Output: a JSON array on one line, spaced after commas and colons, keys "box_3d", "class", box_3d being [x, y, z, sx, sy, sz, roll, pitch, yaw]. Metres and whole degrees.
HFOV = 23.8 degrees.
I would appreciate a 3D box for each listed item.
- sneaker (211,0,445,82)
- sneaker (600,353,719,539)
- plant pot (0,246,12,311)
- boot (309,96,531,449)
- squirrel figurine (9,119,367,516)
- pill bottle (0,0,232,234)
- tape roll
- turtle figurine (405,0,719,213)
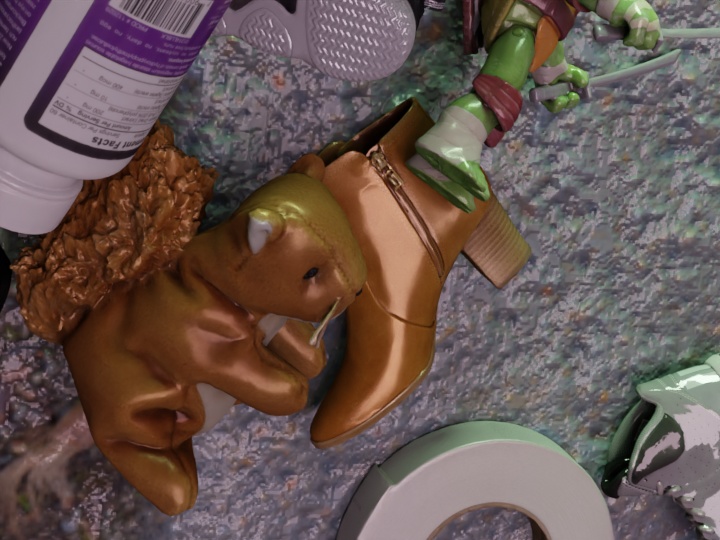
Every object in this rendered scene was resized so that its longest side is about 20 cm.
[{"box_3d": [-0.047, -0.178, 1.001, 0.200, 0.114, 0.076, 25, 120, 11], "class": "sneaker"}, {"box_3d": [0.228, 0.163, 1.208, 0.115, 0.075, 0.201, -12, 100, -9], "class": "sneaker"}, {"box_3d": [-0.309, -0.003, 0.914, 0.199, 0.177, 0.200, -29, 115, -7], "class": "plant pot"}, {"box_3d": [0.001, 0.000, 1.082, 0.201, 0.071, 0.144, -46, 110, -5], "class": "boot"}, {"box_3d": [-0.097, 0.001, 0.987, 0.200, 0.142, 0.187, 43, 125, 1], "class": "squirrel figurine"}, {"box_3d": [-0.151, -0.121, 0.923, 0.111, 0.112, 0.200, 26, 114, -24], "class": "pill bottle"}, {"box_3d": [0.079, 0.202, 1.184, 0.202, 0.037, 0.204, -6, 110, -17], "class": "tape roll"}, {"box_3d": [0.127, -0.113, 1.015, 0.200, 0.144, 0.194, 41, 82, -32], "class": "turtle figurine"}]
